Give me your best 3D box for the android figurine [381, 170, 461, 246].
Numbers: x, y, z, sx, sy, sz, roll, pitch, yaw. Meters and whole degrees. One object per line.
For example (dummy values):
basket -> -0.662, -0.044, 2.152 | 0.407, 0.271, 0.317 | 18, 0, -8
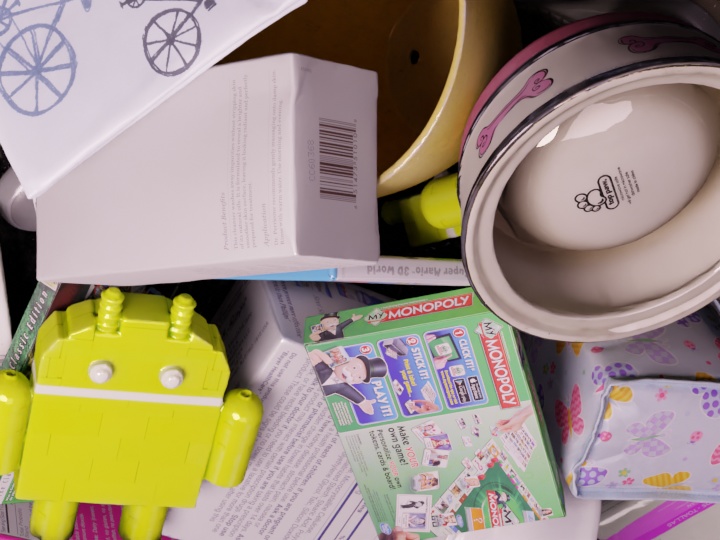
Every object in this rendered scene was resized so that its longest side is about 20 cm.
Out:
android figurine -> 0.107, -0.057, 1.147 | 0.199, 0.181, 0.041 | -12, 96, 38

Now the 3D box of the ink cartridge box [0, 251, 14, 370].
ink cartridge box -> -0.284, 0.049, 1.157 | 0.115, 0.067, 0.201 | -8, 133, -11

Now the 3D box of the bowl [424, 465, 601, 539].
bowl -> 0.086, 0.198, 1.319 | 0.090, 0.202, 0.202 | 26, 116, -19

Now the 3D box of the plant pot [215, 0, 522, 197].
plant pot -> 0.019, -0.133, 1.062 | 0.141, 0.200, 0.201 | 6, 129, -53

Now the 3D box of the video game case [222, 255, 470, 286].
video game case -> 0.000, 0.000, 1.141 | 0.199, 0.142, 0.018 | 2, 89, -47

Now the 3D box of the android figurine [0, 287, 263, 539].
android figurine -> -0.153, 0.094, 1.135 | 0.180, 0.041, 0.201 | 7, 123, -19

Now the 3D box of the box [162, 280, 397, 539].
box -> -0.028, 0.112, 1.268 | 0.199, 0.105, 0.185 | 21, 117, -29

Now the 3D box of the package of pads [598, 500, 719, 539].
package of pads -> 0.281, 0.203, 1.460 | 0.154, 0.068, 0.200 | -31, 130, 8

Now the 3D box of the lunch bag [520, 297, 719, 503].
lunch bag -> 0.225, 0.074, 1.279 | 0.198, 0.170, 0.128 | 7, 120, -20

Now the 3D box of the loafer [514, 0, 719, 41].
loafer -> 0.163, -0.162, 1.082 | 0.075, 0.199, 0.070 | 44, 77, -29

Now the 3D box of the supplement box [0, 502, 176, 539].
supplement box -> -0.212, 0.210, 1.287 | 0.198, 0.104, 0.102 | 18, 120, -26

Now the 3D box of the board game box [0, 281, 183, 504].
board game box -> -0.191, 0.069, 1.165 | 0.104, 0.023, 0.201 | 3, 121, -51

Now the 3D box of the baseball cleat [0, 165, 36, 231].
baseball cleat -> -0.131, -0.051, 1.111 | 0.198, 0.107, 0.070 | -18, 134, -2

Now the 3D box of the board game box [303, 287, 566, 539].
board game box -> 0.053, 0.100, 1.177 | 0.133, 0.029, 0.201 | -11, 130, 10

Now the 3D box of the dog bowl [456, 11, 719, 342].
dog bowl -> 0.142, -0.056, 0.989 | 0.198, 0.074, 0.201 | -10, 135, -10

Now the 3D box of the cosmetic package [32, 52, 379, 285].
cosmetic package -> -0.091, -0.052, 1.001 | 0.198, 0.114, 0.081 | -3, 175, 37

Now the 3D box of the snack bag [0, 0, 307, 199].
snack bag -> -0.144, -0.168, 0.979 | 0.199, 0.190, 0.021 | -35, 158, 10
